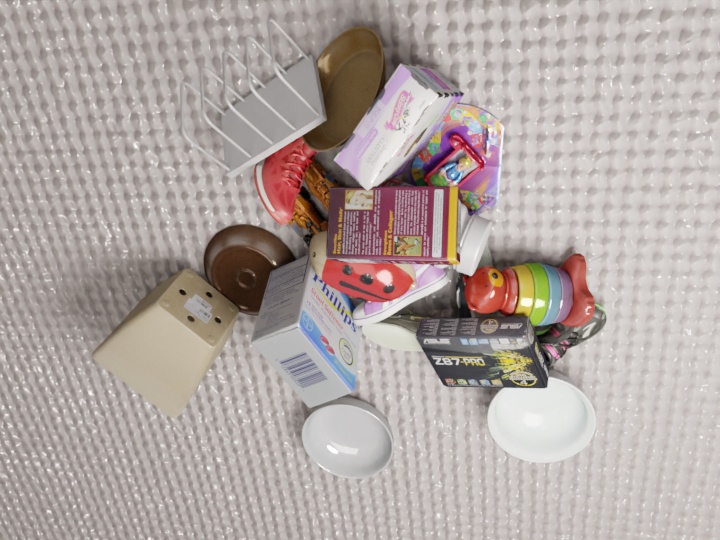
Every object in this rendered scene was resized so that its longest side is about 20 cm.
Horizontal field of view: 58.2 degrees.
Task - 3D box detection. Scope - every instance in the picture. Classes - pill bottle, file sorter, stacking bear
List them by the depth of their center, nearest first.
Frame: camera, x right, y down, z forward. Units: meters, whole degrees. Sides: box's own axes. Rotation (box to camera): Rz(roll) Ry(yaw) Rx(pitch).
[{"bbox_3d":[-0.176,-0.273,1.023,0.199,0.140,0.124,-26,146,23],"label":"file sorter"},{"bbox_3d":[0.111,-0.073,1.084,0.198,0.114,0.115,22,121,14],"label":"pill bottle"},{"bbox_3d":[0.274,0.037,1.103,0.197,0.123,0.114,4,150,-9],"label":"stacking bear"}]

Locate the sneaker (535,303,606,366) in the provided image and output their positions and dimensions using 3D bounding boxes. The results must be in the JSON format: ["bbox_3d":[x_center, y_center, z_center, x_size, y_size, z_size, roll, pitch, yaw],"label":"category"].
[{"bbox_3d":[0.361,0.131,1.176,0.077,0.084,0.200,44,117,-13],"label":"sneaker"}]

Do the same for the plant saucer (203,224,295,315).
[{"bbox_3d":[-0.218,0.010,1.264,0.198,0.037,0.203,5,118,9],"label":"plant saucer"}]

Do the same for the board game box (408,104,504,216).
[{"bbox_3d":[0.156,-0.173,1.085,0.156,0.039,0.202,4,118,10],"label":"board game box"}]

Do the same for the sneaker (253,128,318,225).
[{"bbox_3d":[-0.109,-0.176,1.061,0.115,0.202,0.078,-24,147,18],"label":"sneaker"}]

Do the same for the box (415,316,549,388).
[{"bbox_3d":[0.217,0.146,1.141,0.198,0.049,0.162,-3,136,29],"label":"box"}]

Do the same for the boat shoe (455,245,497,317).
[{"bbox_3d":[0.200,0.035,1.170,0.060,0.075,0.203,9,110,53],"label":"boat shoe"}]

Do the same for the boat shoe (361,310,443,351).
[{"bbox_3d":[0.104,0.115,1.237,0.199,0.061,0.072,9,141,8],"label":"boat shoe"}]

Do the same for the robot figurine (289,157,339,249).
[{"bbox_3d":[-0.062,-0.091,1.164,0.144,0.058,0.201,-31,107,25],"label":"robot figurine"}]

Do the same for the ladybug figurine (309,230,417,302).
[{"bbox_3d":[0.000,0.000,1.106,0.198,0.072,0.136,18,149,8],"label":"ladybug figurine"}]

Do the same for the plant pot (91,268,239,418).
[{"bbox_3d":[-0.351,0.119,1.252,0.199,0.201,0.177,40,119,-10],"label":"plant pot"}]

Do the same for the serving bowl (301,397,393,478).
[{"bbox_3d":[-0.023,0.347,1.381,0.198,0.066,0.202,5,118,9],"label":"serving bowl"}]

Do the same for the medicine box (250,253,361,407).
[{"bbox_3d":[-0.090,0.106,1.174,0.102,0.201,0.183,-22,123,22],"label":"medicine box"}]

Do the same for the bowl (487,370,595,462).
[{"bbox_3d":[0.344,0.262,1.245,0.199,0.091,0.203,5,118,10],"label":"bowl"}]

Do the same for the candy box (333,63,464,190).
[{"bbox_3d":[0.063,-0.219,0.977,0.071,0.200,0.168,41,113,5],"label":"candy box"}]

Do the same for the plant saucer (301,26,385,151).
[{"bbox_3d":[-0.022,-0.276,1.008,0.035,0.201,0.200,17,127,-39],"label":"plant saucer"}]

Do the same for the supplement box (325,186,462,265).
[{"bbox_3d":[0.053,-0.068,0.995,0.197,0.086,0.112,2,86,14],"label":"supplement box"}]

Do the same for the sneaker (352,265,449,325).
[{"bbox_3d":[0.052,0.015,1.195,0.199,0.073,0.115,-31,103,14],"label":"sneaker"}]
